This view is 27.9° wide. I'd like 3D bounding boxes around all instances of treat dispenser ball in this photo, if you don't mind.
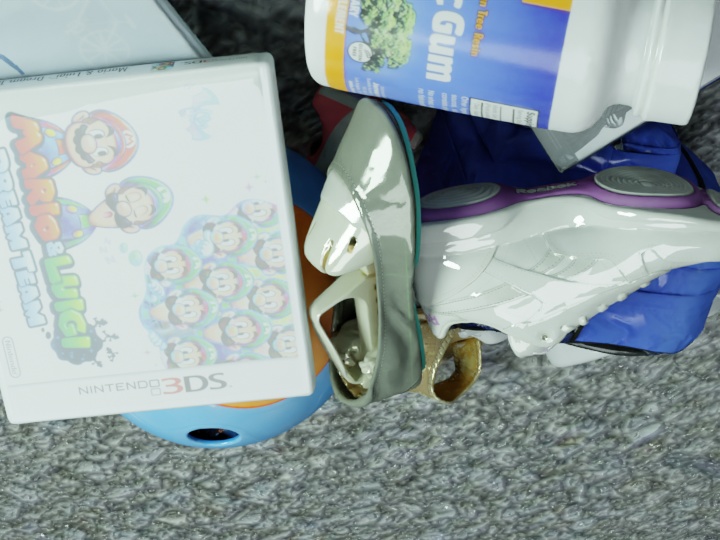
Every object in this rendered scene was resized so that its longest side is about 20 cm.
[{"bbox_3d":[-0.091,0.012,0.932,0.198,0.203,0.202,1,144,1],"label":"treat dispenser ball"}]

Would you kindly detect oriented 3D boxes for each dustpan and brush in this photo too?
[{"bbox_3d":[0.155,0.039,1.057,0.198,0.058,0.139,-19,179,-33],"label":"dustpan and brush"}]

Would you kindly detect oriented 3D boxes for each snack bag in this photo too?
[{"bbox_3d":[-0.168,-0.097,0.787,0.198,0.022,0.189,-19,141,19],"label":"snack bag"}]

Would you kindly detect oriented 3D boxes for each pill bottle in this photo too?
[{"bbox_3d":[0.078,-0.134,0.747,0.197,0.113,0.113,11,145,8],"label":"pill bottle"}]

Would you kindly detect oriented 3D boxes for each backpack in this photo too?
[{"bbox_3d":[0.146,-0.037,0.936,0.198,0.163,0.169,13,122,-12],"label":"backpack"}]

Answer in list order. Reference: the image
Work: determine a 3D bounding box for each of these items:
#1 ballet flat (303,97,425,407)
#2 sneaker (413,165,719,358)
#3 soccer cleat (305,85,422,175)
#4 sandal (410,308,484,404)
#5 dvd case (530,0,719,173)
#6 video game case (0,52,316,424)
[{"bbox_3d":[0.000,0.000,0.805,0.063,0.067,0.202,-22,133,-18],"label":"ballet flat"},{"bbox_3d":[0.124,-0.004,0.826,0.197,0.075,0.101,-3,109,14],"label":"sneaker"},{"bbox_3d":[-0.013,-0.055,1.014,0.076,0.067,0.201,36,149,8],"label":"soccer cleat"},{"bbox_3d":[0.070,0.070,1.159,0.210,0.070,0.077,-25,136,32],"label":"sandal"},{"bbox_3d":[0.153,-0.166,0.790,0.199,0.025,0.151,-31,99,24],"label":"dvd case"},{"bbox_3d":[-0.124,-0.013,0.796,0.180,0.024,0.202,-5,116,2],"label":"video game case"}]
